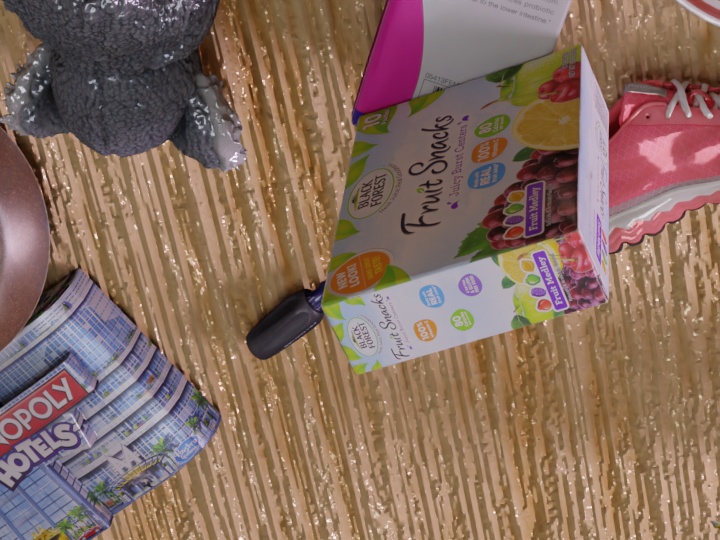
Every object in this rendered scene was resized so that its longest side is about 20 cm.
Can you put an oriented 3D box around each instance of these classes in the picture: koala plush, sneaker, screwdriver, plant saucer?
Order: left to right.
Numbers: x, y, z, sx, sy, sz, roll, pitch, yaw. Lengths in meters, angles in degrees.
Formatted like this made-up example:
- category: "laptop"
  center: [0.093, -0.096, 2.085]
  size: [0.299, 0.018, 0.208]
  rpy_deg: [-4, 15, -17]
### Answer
- category: "plant saucer"
  center: [-0.303, -0.021, 1.419]
  size: [0.199, 0.034, 0.202]
  rpy_deg: [2, 103, 8]
- category: "koala plush"
  center: [-0.143, -0.147, 1.286]
  size: [0.176, 0.184, 0.201]
  rpy_deg: [10, 134, 3]
- category: "screwdriver"
  center: [0.000, 0.000, 1.424]
  size: [0.200, 0.028, 0.029]
  rpy_deg: [-35, 141, 24]
- category: "sneaker"
  center: [0.199, -0.083, 1.316]
  size: [0.199, 0.074, 0.087]
  rpy_deg: [-26, 112, 22]

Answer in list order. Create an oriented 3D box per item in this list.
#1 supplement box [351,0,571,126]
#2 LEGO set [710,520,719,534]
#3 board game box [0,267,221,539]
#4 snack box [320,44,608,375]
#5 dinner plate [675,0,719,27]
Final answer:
- category: "supplement box"
  center: [0.073, -0.176, 1.262]
  size: [0.101, 0.104, 0.201]
  rpy_deg: [18, 123, -2]
- category: "LEGO set"
  center: [0.316, 0.104, 1.354]
  size: [0.153, 0.200, 0.116]
  rpy_deg: [-16, 118, 40]
- category: "board game box"
  center: [-0.236, 0.097, 1.497]
  size: [0.200, 0.062, 0.200]
  rpy_deg: [-34, 111, 25]
- category: "snack box"
  center: [0.061, -0.037, 1.172]
  size: [0.141, 0.200, 0.053]
  rpy_deg: [-18, 119, 17]
- category: "dinner plate"
  center: [0.250, -0.228, 1.250]
  size: [0.199, 0.024, 0.201]
  rpy_deg: [4, 120, 7]
